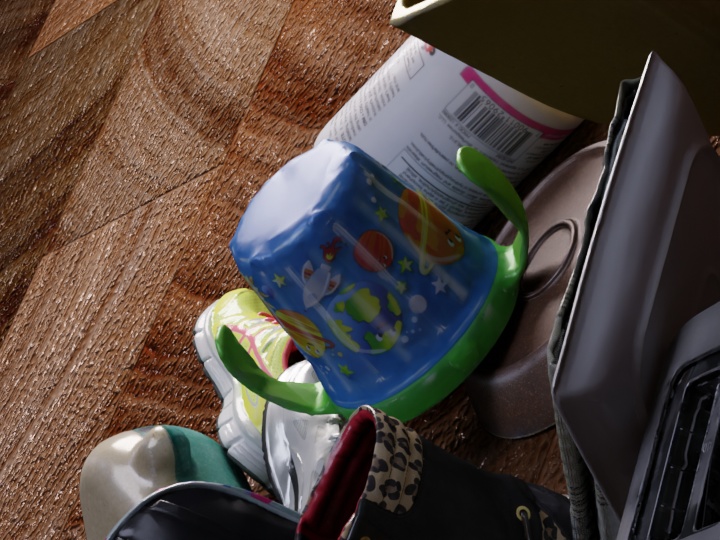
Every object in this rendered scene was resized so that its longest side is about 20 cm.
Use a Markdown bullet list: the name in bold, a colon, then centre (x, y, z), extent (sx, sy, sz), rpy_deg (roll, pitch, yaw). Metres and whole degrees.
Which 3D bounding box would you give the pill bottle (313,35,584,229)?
- **pill bottle**: centre (0.041, -0.076, 1.847), extent (0.200, 0.113, 0.114), rpy_deg (-44, 25, 29)

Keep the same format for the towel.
- **towel**: centre (0.133, 0.037, 1.448), extent (0.034, 0.201, 0.193), rpy_deg (6, 51, 17)

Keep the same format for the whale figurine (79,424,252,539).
- **whale figurine**: centre (-0.096, 0.167, 1.828), extent (0.103, 0.160, 0.200), rpy_deg (-17, 18, -27)

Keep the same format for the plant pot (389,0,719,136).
- **plant pot**: centre (0.173, -0.180, 1.587), extent (0.194, 0.200, 0.196), rpy_deg (-16, 46, 59)

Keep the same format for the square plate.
- **square plate**: centre (0.153, 0.034, 1.383), extent (0.028, 0.200, 0.199), rpy_deg (0, 53, 28)

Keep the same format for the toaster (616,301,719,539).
- **toaster**: centre (0.214, 0.086, 1.242), extent (0.181, 0.118, 0.201), rpy_deg (-28, 35, 50)

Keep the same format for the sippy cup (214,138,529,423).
- **sippy cup**: centre (0.000, 0.000, 1.688), extent (0.178, 0.130, 0.140), rpy_deg (-51, 23, -10)

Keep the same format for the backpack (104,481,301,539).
- **backpack**: centre (-0.061, 0.212, 1.554), extent (0.151, 0.199, 0.178), rpy_deg (123, 171, -69)

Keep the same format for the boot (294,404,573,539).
- **boot**: centre (0.036, 0.175, 1.453), extent (0.073, 0.150, 0.201), rpy_deg (-22, 43, 54)

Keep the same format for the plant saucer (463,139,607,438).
- **plant saucer**: centre (0.117, 0.001, 1.687), extent (0.200, 0.034, 0.201), rpy_deg (-46, 24, 28)

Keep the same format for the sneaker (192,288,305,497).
- **sneaker**: centre (-0.048, 0.064, 1.917), extent (0.090, 0.078, 0.200), rpy_deg (-44, 31, 14)

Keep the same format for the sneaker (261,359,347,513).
- **sneaker**: centre (0.005, 0.118, 1.738), extent (0.115, 0.076, 0.201), rpy_deg (-33, 39, 30)
